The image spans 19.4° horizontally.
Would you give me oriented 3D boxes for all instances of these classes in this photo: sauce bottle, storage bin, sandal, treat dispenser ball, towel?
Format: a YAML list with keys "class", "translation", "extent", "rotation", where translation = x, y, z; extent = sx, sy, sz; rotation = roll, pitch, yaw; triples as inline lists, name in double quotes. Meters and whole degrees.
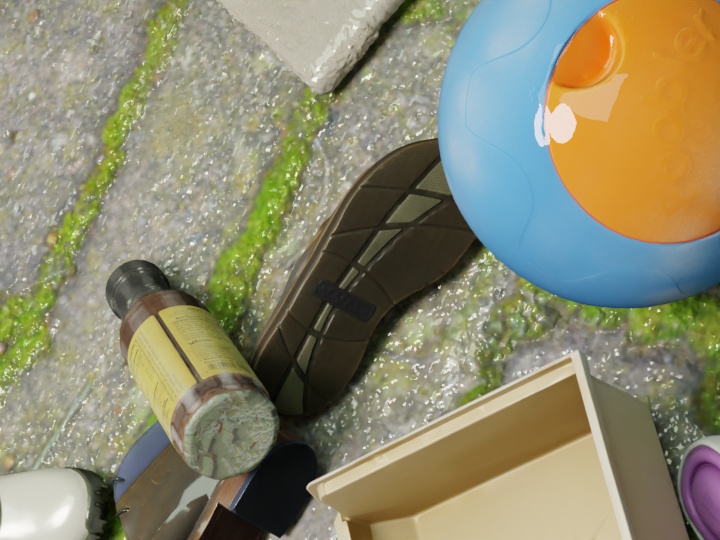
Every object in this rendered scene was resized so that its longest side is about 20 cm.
- class: "sauce bottle"
  translation: [-0.108, 0.052, 1.276]
  extent: [0.065, 0.065, 0.200]
  rotation: [-47, 33, 6]
- class: "storage bin"
  translation: [0.081, 0.181, 1.127]
  extent: [0.198, 0.094, 0.201]
  rotation: [-28, 61, 26]
- class: "sandal"
  translation: [0.000, 0.000, 1.272]
  extent: [0.200, 0.082, 0.055]
  rotation: [-56, 22, 12]
- class: "treat dispenser ball"
  translation: [0.141, -0.080, 1.136]
  extent: [0.200, 0.201, 0.202]
  rotation: [-10, 68, 25]
- class: "towel"
  translation: [-0.042, -0.214, 1.385]
  extent: [0.133, 0.034, 0.200]
  rotation: [-49, 58, 7]
- class: "sandal"
  translation: [0.207, 0.160, 1.068]
  extent: [0.203, 0.050, 0.083]
  rotation: [-130, 41, -54]

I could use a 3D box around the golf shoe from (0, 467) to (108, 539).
- class: "golf shoe"
  translation: [-0.255, 0.166, 1.332]
  extent: [0.199, 0.088, 0.078]
  rotation: [-16, 64, 21]

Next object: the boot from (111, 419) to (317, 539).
- class: "boot"
  translation: [-0.118, 0.164, 1.275]
  extent: [0.200, 0.075, 0.097]
  rotation: [-49, 47, -6]
